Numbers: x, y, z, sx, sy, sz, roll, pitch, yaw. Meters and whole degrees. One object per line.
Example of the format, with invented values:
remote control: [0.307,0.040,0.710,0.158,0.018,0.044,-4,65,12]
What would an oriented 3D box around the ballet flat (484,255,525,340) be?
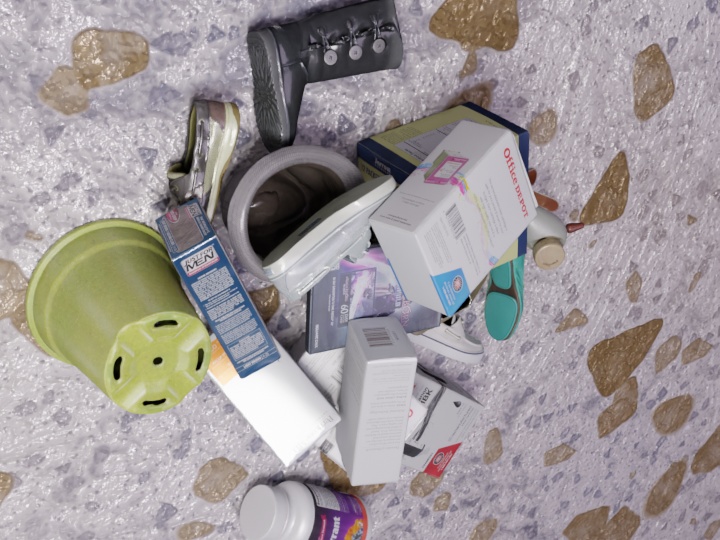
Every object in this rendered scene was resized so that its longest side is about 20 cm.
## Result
ballet flat: [0.241,0.022,1.608,0.070,0.067,0.201,-37,135,-38]

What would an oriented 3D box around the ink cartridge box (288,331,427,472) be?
ink cartridge box: [-0.026,0.186,1.434,0.200,0.084,0.145,42,87,-14]

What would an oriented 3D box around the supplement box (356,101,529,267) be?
supplement box: [0.118,-0.099,1.400,0.199,0.134,0.201,-22,126,-25]

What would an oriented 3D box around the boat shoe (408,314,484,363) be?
boat shoe: [0.130,0.089,1.562,0.199,0.072,0.066,23,104,-33]

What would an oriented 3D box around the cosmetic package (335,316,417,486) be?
cosmetic package: [0.018,0.173,1.315,0.073,0.102,0.202,-3,120,-14]

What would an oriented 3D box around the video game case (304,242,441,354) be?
video game case: [0.023,0.029,1.313,0.198,0.019,0.144,-10,122,-23]

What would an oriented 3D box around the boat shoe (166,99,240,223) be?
boat shoe: [-0.203,-0.113,1.208,0.066,0.072,0.202,11,110,-26]

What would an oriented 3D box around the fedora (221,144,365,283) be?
fedora: [-0.096,-0.078,1.261,0.199,0.090,0.178,-11,114,-37]

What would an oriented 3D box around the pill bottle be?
pill bottle: [-0.085,0.387,1.537,0.199,0.111,0.112,24,99,-41]

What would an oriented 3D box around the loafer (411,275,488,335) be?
loafer: [0.143,0.028,1.499,0.200,0.068,0.076,-44,110,-34]

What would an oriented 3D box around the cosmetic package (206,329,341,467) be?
cosmetic package: [-0.127,0.151,1.331,0.101,0.071,0.200,-41,96,-5]

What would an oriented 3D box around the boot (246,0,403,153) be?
boot: [-0.037,-0.247,1.260,0.199,0.066,0.166,-24,128,-30]

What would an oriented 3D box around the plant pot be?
plant pot: [-0.271,0.067,1.175,0.199,0.184,0.202,-17,123,-27]

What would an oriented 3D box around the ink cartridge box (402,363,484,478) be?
ink cartridge box: [0.081,0.229,1.589,0.199,0.084,0.145,30,95,-41]

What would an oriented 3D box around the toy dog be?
toy dog: [0.282,-0.096,1.543,0.096,0.133,0.200,-28,141,8]

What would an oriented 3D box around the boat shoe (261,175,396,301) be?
boat shoe: [-0.027,-0.038,1.217,0.200,0.070,0.072,-39,110,-15]

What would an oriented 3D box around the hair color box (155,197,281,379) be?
hair color box: [-0.169,0.024,1.193,0.060,0.100,0.201,-28,127,-7]

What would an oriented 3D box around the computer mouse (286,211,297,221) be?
computer mouse: [-0.089,-0.041,1.357,0.059,0.034,0.201,-40,125,-13]

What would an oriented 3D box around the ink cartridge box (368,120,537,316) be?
ink cartridge box: [0.121,-0.068,1.246,0.200,0.084,0.145,-46,132,-23]
